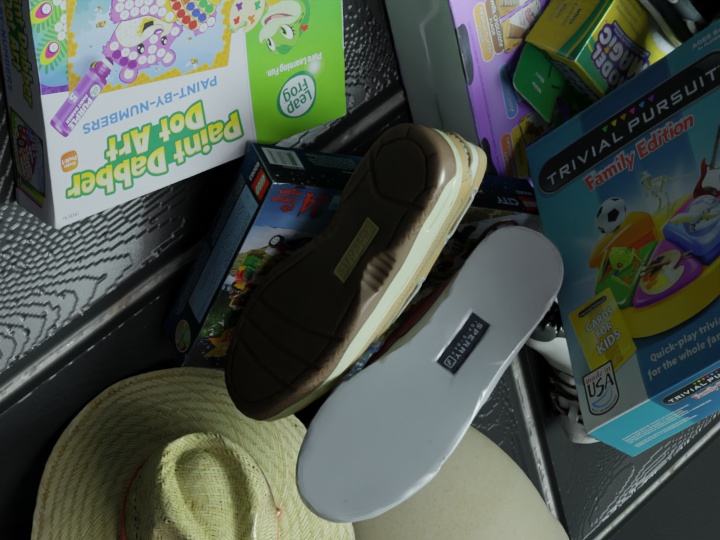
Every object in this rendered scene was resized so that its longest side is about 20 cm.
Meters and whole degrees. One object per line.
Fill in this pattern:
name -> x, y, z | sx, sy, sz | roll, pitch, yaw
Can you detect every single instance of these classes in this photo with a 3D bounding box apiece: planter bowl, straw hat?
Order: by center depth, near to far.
straw hat -> -0.086, 0.137, 0.974 | 0.201, 0.201, 0.085 | -36, 172, -24
planter bowl -> 0.014, 0.158, 1.117 | 0.200, 0.200, 0.135 | -34, 105, -26

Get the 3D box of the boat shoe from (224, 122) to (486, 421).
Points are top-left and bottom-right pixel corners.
boat shoe -> 0.004, 0.008, 0.983 | 0.200, 0.072, 0.076 | -49, 152, 24

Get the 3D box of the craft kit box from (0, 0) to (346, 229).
craft kit box -> -0.097, -0.146, 0.928 | 0.199, 0.048, 0.198 | -25, 131, -33

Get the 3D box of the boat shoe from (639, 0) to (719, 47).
boat shoe -> 0.205, -0.162, 1.022 | 0.199, 0.060, 0.076 | 15, 99, -45

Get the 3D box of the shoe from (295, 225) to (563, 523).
shoe -> 0.038, 0.064, 1.005 | 0.200, 0.071, 0.091 | -49, 174, -11

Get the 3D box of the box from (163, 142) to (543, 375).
box -> 0.000, 0.000, 1.049 | 0.199, 0.038, 0.137 | 5, 127, -34

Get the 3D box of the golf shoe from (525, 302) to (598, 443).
golf shoe -> 0.169, 0.082, 1.289 | 0.200, 0.078, 0.095 | 24, 95, -47

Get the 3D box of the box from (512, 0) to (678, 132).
box -> 0.178, -0.163, 1.074 | 0.200, 0.048, 0.117 | -55, 137, -3

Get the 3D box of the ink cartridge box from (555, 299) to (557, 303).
ink cartridge box -> 0.218, 0.004, 1.136 | 0.200, 0.199, 0.041 | 41, 54, -27

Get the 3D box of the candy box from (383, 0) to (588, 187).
candy box -> 0.118, -0.160, 1.107 | 0.200, 0.071, 0.168 | -36, 133, -24

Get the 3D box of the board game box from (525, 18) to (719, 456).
board game box -> 0.177, -0.020, 0.989 | 0.151, 0.201, 0.047 | -34, 138, 31
